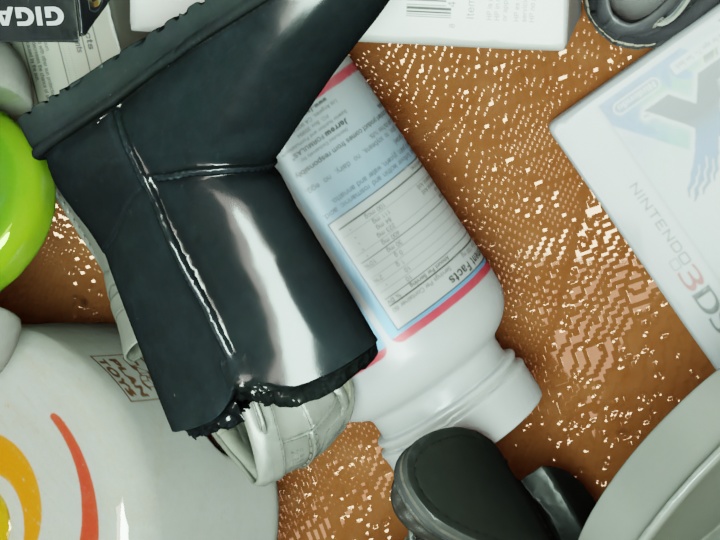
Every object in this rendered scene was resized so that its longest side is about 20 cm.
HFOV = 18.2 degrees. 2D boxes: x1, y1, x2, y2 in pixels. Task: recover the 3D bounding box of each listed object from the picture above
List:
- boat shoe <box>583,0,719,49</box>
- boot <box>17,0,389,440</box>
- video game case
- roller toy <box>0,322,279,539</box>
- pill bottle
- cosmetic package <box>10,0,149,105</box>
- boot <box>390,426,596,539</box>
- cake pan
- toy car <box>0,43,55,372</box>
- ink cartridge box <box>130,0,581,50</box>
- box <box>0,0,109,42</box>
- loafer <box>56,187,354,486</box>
[{"bbox_3d":[0.184,-0.180,1.044,0.200,0.063,0.073,-44,90,11],"label":"boat shoe"},{"bbox_3d":[-0.032,-0.035,0.950,0.199,0.076,0.169,-29,92,22],"label":"boot"},{"bbox_3d":[0.223,-0.053,1.085,0.199,0.022,0.183,-35,94,13],"label":"video game case"},{"bbox_3d":[-0.145,0.115,1.087,0.181,0.139,0.202,-5,87,32],"label":"roller toy"},{"bbox_3d":[0.000,0.000,1.085,0.108,0.109,0.201,-32,95,13],"label":"pill bottle"},{"bbox_3d":[-0.201,-0.089,1.117,0.198,0.073,0.104,-11,100,10],"label":"cosmetic package"},{"bbox_3d":[0.020,0.157,1.069,0.174,0.200,0.070,-36,62,18],"label":"boot"},{"bbox_3d":[0.173,0.101,1.046,0.037,0.200,0.201,45,106,27],"label":"cake pan"},{"bbox_3d":[-0.240,-0.037,0.998,0.198,0.150,0.176,-1,73,11],"label":"toy car"},{"bbox_3d":[0.004,-0.185,1.029,0.198,0.145,0.148,4,103,8],"label":"ink cartridge box"},{"bbox_3d":[-0.200,-0.161,1.037,0.197,0.200,0.050,0,117,8],"label":"box"},{"bbox_3d":[-0.086,0.011,1.036,0.200,0.070,0.070,47,146,7],"label":"loafer"}]
